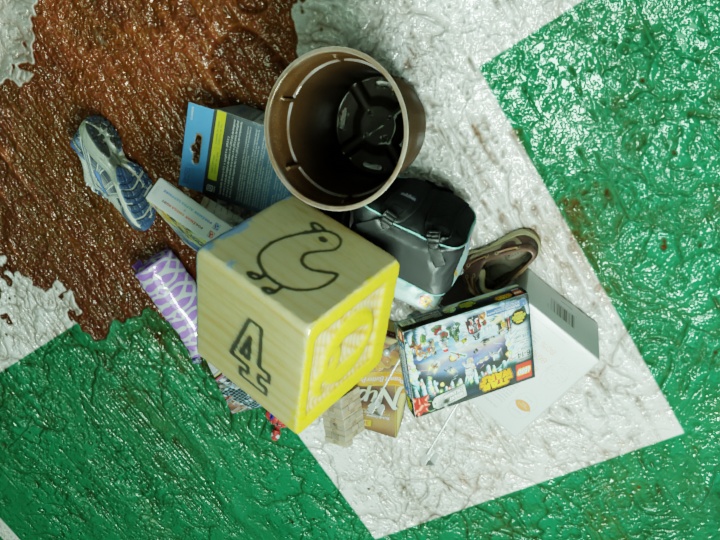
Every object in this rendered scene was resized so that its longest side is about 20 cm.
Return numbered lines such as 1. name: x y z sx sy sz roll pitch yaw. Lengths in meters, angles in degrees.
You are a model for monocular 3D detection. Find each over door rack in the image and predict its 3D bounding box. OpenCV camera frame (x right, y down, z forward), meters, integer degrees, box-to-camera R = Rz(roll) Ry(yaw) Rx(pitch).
1. over door rack: 0.091 0.189 1.224 0.147 0.066 0.204 38 115 36

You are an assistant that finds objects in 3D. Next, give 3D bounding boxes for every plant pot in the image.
1. plant pot: -0.001 -0.196 1.065 0.195 0.198 0.206 4 103 20

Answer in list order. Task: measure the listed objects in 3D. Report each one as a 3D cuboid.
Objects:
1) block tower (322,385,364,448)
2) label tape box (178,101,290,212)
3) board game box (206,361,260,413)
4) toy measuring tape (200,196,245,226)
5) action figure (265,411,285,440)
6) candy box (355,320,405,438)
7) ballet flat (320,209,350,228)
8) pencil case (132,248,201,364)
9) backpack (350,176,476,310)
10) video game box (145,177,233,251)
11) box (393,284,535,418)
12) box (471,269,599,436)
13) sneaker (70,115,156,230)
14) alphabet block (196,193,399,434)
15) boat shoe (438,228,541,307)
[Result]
1. block tower: -0.038 0.192 1.316 0.053 0.057 0.205 6 109 39
2. label tape box: -0.177 -0.176 1.220 0.196 0.064 0.147 20 120 5
3. board game box: -0.157 0.167 1.352 0.195 0.035 0.138 -14 118 11
4. toy measuring tape: -0.174 -0.064 1.260 0.197 0.074 0.074 28 122 -21
5. action figure: -0.143 0.236 1.436 0.064 0.052 0.204 15 122 3
6. candy box: 0.031 0.184 1.352 0.113 0.055 0.204 15 118 9
7. ballet flat: -0.046 -0.096 1.204 0.065 0.057 0.206 -2 93 13
8. pencil case: -0.318 0.060 1.378 0.084 0.084 0.203 -11 114 46
9. backpack: 0.077 -0.050 1.136 0.172 0.201 0.156 21 124 9
10. video game box: -0.227 -0.045 1.220 0.180 0.200 0.047 31 78 15
11. box: 0.152 0.115 1.110 0.196 0.040 0.140 -16 113 -13
12. box: 0.255 0.132 1.231 0.151 0.107 0.201 37 120 -5
13. sneaker: -0.416 -0.155 1.305 0.084 0.077 0.203 -20 103 35
14. alphabet block: -0.088 0.053 1.042 0.198 0.194 0.199 31 136 24
15. boat shoe: 0.191 0.009 1.206 0.198 0.072 0.073 -30 106 27
